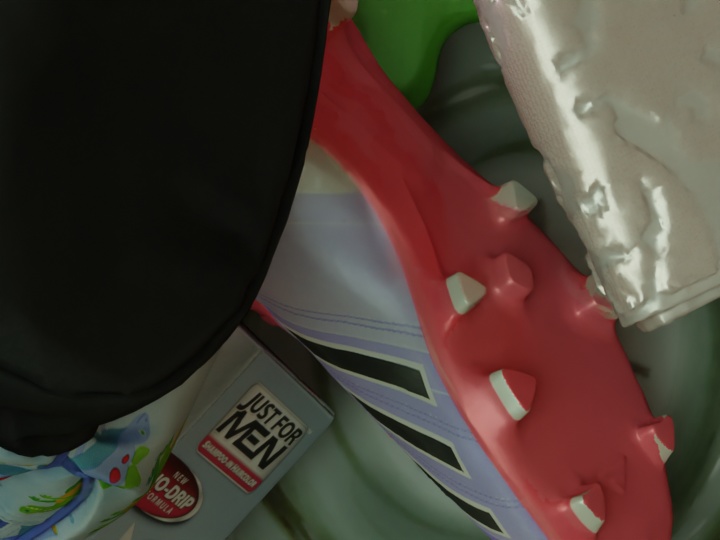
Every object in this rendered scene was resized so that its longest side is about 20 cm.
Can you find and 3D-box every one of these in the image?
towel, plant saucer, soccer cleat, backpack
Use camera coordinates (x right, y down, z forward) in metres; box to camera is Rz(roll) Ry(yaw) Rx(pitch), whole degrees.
[{"bbox_3d":[0.100,-0.112,0.703,0.190,0.032,0.201,-25,89,-20],"label":"towel"},{"bbox_3d":[0.037,0.019,0.767,0.199,0.050,0.201,-6,77,28],"label":"plant saucer"},{"bbox_3d":[0.000,0.000,0.707,0.076,0.067,0.200,-36,93,41],"label":"soccer cleat"},{"bbox_3d":[-0.092,-0.005,0.624,0.199,0.164,0.154,-20,132,40],"label":"backpack"}]

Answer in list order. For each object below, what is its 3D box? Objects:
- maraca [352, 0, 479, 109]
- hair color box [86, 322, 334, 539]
[{"bbox_3d":[-0.012,-0.140,0.745,0.136,0.107,0.201,0,88,-1],"label":"maraca"},{"bbox_3d":[-0.113,0.073,0.746,0.200,0.061,0.099,-47,62,-2],"label":"hair color box"}]
